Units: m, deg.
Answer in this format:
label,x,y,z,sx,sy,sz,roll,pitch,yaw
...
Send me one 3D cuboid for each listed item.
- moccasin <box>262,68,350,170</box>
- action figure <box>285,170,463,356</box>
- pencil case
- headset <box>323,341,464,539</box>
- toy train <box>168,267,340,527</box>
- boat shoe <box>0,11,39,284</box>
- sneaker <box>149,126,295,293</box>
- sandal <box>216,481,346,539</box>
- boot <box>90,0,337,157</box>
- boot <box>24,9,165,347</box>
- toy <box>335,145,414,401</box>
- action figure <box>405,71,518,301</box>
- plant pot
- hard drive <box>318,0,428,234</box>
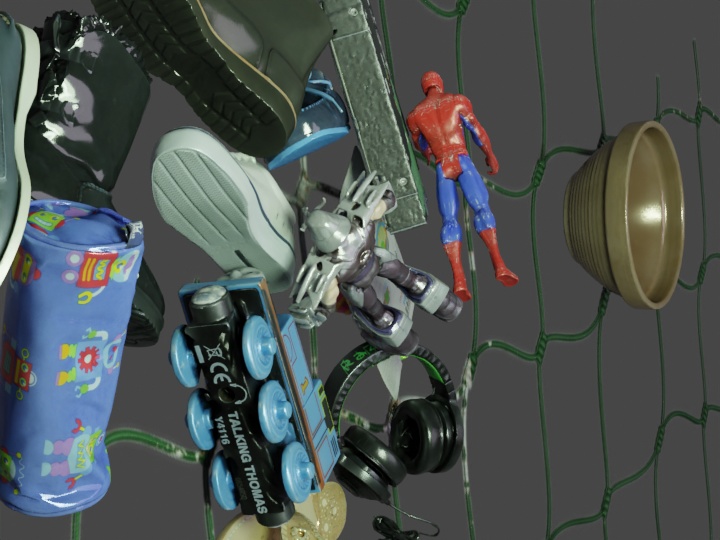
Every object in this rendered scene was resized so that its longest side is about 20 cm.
label,x,y,z,sx,sy,sz,roll,pitch,yaw
moccasin,-0.054,-0.122,1.622,0.200,0.080,0.069,-93,159,-84
action figure,0.000,0.000,1.617,0.130,0.069,0.200,-50,144,-5
pencil case,-0.182,0.051,1.303,0.086,0.078,0.202,-13,122,-42
headset,0.022,0.148,1.767,0.123,0.094,0.202,-24,115,-25
toy train,-0.080,0.090,1.571,0.114,0.086,0.201,-61,140,-59
boat shoe,-0.234,-0.074,1.262,0.062,0.075,0.202,27,56,-39
sneaker,-0.102,-0.057,1.555,0.200,0.072,0.071,60,26,-56
sandal,-0.045,0.215,1.643,0.211,0.069,0.078,-31,117,-60
boot,-0.106,-0.194,1.501,0.200,0.077,0.139,51,41,-24
boot,-0.175,-0.061,1.393,0.198,0.073,0.164,48,48,-47
toy,-0.003,0.006,1.760,0.201,0.047,0.116,63,31,-46
action figure,0.086,-0.069,1.769,0.099,0.065,0.202,44,31,-68
plant pot,0.278,-0.059,2.275,0.200,0.092,0.203,-1,91,-63
hard drive,0.011,-0.137,1.718,0.140,0.038,0.202,-79,151,-79
